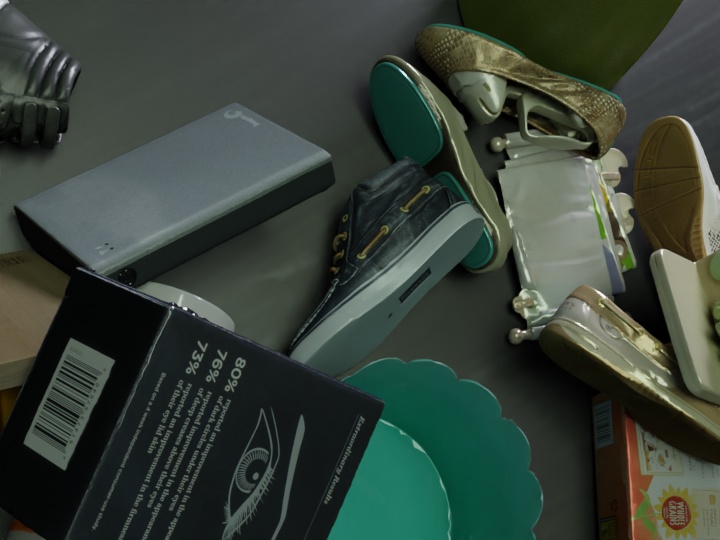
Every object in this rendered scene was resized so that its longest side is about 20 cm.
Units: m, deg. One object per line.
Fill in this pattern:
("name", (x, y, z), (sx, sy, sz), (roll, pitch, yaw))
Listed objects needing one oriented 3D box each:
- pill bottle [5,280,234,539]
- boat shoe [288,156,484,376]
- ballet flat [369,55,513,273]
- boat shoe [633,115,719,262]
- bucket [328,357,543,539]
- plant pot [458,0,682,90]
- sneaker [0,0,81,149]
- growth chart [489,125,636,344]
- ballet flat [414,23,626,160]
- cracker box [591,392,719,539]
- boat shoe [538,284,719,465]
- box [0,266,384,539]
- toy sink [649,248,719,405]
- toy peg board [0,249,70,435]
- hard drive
("pill bottle", (-0.162, 0.117, 0.940), (0.114, 0.114, 0.201), (22, 70, -16))
("boat shoe", (0.000, 0.000, 1.072), (0.200, 0.071, 0.091), (-42, 64, -12))
("ballet flat", (0.072, -0.092, 1.128), (0.069, 0.069, 0.201), (-25, 88, -26))
("boat shoe", (0.298, -0.039, 1.199), (0.069, 0.071, 0.201), (-12, 93, -44))
("bucket", (0.019, 0.177, 0.984), (0.206, 0.135, 0.208), (6, 73, -20))
("plant pot", (0.209, -0.266, 1.147), (0.186, 0.200, 0.188), (6, 74, -20))
("sneaker", (-0.273, -0.104, 0.977), (0.099, 0.071, 0.201), (29, 63, -8))
("growth chart", (0.183, -0.037, 1.177), (0.144, 0.018, 0.201), (-1, 77, -23))
("ballet flat", (0.136, -0.149, 1.151), (0.199, 0.071, 0.066), (19, 67, -7))
("cracker box", (0.299, 0.175, 1.145), (0.199, 0.058, 0.135), (7, 71, -20))
("boat shoe", (0.241, 0.083, 1.078), (0.200, 0.074, 0.069), (36, 69, -7))
("box", (-0.104, 0.106, 0.820), (0.200, 0.104, 0.149), (30, 81, -45))
("toy sink", (0.347, 0.040, 1.086), (0.199, 0.112, 0.131), (21, 48, -40))
("toy peg board", (-0.272, 0.073, 0.882), (0.198, 0.200, 0.098), (-12, 113, -33))
("hard drive", (-0.137, -0.055, 0.993), (0.199, 0.139, 0.033), (-29, 127, -26))
